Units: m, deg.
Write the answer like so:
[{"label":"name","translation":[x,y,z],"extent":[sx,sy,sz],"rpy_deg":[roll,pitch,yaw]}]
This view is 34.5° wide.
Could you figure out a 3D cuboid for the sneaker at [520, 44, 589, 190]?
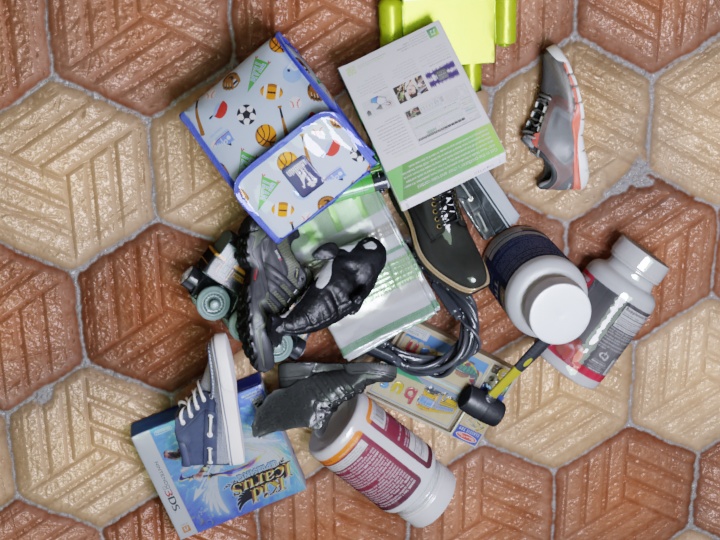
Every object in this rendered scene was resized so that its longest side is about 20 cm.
[{"label":"sneaker","translation":[0.251,-0.194,1.534],"extent":[0.081,0.077,0.202],"rpy_deg":[-11,111,2]}]

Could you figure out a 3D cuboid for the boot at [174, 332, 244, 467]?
[{"label":"boot","translation":[-0.208,0.179,1.544],"extent":[0.089,0.073,0.202],"rpy_deg":[-5,116,-3]}]

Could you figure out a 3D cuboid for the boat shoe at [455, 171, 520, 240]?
[{"label":"boat shoe","translation":[0.135,-0.117,1.542],"extent":[0.071,0.072,0.200],"rpy_deg":[-41,113,2]}]

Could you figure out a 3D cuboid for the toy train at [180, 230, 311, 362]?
[{"label":"toy train","translation":[-0.141,0.037,1.553],"extent":[0.199,0.085,0.115],"rpy_deg":[35,92,-19]}]

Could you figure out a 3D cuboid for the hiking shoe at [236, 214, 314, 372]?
[{"label":"hiking shoe","translation":[-0.105,0.030,1.488],"extent":[0.099,0.076,0.203],"rpy_deg":[-1,92,-19]}]

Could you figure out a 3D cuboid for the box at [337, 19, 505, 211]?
[{"label":"box","translation":[0.074,-0.191,1.424],"extent":[0.143,0.036,0.202],"rpy_deg":[-24,71,2]}]

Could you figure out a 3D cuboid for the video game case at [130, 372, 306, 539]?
[{"label":"video game case","translation":[-0.199,0.264,1.642],"extent":[0.198,0.046,0.183],"rpy_deg":[-22,112,-1]}]

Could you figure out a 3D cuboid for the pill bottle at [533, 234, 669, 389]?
[{"label":"pill bottle","translation":[0.339,0.055,1.616],"extent":[0.110,0.111,0.201],"rpy_deg":[30,102,-18]}]

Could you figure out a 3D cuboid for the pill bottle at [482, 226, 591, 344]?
[{"label":"pill bottle","translation":[0.235,0.022,1.539],"extent":[0.109,0.200,0.112],"rpy_deg":[-3,110,-8]}]

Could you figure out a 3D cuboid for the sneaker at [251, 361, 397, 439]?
[{"label":"sneaker","translation":[-0.048,0.177,1.575],"extent":[0.197,0.060,0.106],"rpy_deg":[0,83,8]}]

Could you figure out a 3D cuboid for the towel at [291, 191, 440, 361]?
[{"label":"towel","translation":[0.000,0.000,1.547],"extent":[0.148,0.031,0.202],"rpy_deg":[-27,91,-3]}]

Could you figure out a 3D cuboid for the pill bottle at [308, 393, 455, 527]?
[{"label":"pill bottle","translation":[0.034,0.270,1.644],"extent":[0.200,0.114,0.114],"rpy_deg":[40,100,-19]}]

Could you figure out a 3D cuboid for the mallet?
[{"label":"mallet","translation":[0.223,0.145,1.612],"extent":[0.066,0.041,0.200],"rpy_deg":[36,119,-21]}]

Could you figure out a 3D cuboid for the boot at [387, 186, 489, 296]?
[{"label":"boot","translation":[0.106,-0.078,1.467],"extent":[0.077,0.139,0.201],"rpy_deg":[-27,70,-25]}]

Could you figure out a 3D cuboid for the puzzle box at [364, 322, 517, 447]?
[{"label":"puzzle box","translation":[0.113,0.158,1.663],"extent":[0.198,0.025,0.134],"rpy_deg":[26,104,-17]}]

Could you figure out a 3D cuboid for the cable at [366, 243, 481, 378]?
[{"label":"cable","translation":[0.077,0.057,1.590],"extent":[0.198,0.051,0.165],"rpy_deg":[23,87,1]}]

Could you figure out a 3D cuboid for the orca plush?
[{"label":"orca plush","translation":[-0.030,0.024,1.464],"extent":[0.199,0.071,0.106],"rpy_deg":[-25,111,-33]}]

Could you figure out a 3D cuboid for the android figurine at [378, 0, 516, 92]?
[{"label":"android figurine","translation":[0.111,-0.326,1.482],"extent":[0.180,0.041,0.202],"rpy_deg":[-4,112,-7]}]

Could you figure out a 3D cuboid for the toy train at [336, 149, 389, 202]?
[{"label":"toy train","translation":[-0.052,-0.110,1.525],"extent":[0.198,0.042,0.057],"rpy_deg":[-15,83,-3]}]

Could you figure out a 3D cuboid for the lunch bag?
[{"label":"lunch bag","translation":[-0.097,-0.160,1.429],"extent":[0.169,0.124,0.201],"rpy_deg":[-37,83,8]}]
